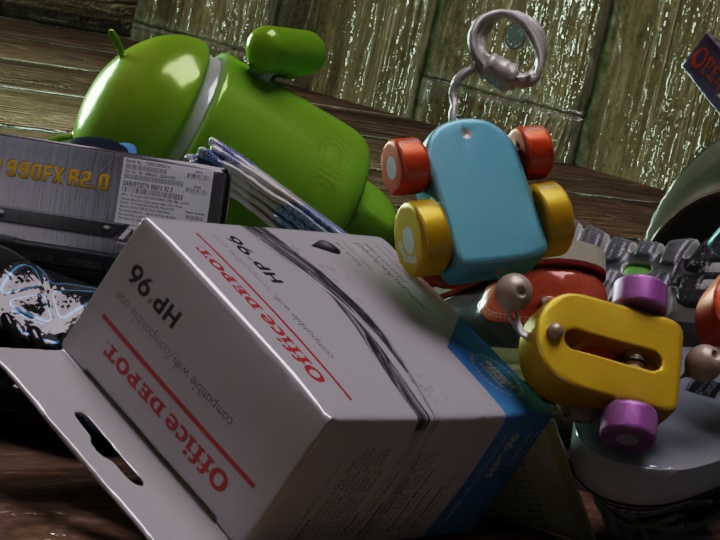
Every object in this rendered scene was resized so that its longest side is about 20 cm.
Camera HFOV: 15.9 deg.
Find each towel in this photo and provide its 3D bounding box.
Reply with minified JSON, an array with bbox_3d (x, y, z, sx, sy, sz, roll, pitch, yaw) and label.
[{"bbox_3d":[0.000,0.000,1.317,0.199,0.024,0.147,36,2,3],"label":"towel"}]

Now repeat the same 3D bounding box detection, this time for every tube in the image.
[{"bbox_3d":[0.012,0.063,1.103,0.199,0.052,0.058,18,5,36],"label":"tube"}]

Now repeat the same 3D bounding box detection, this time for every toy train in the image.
[{"bbox_3d":[0.098,-0.006,1.044,0.200,0.150,0.056,39,-31,1],"label":"toy train"}]

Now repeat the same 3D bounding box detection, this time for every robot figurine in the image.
[{"bbox_3d":[-0.075,-0.055,1.454,0.199,0.176,0.116,29,16,-15],"label":"robot figurine"}]

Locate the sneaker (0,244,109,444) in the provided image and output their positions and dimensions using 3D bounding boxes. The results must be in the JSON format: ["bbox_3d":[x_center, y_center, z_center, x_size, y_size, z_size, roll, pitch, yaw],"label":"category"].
[{"bbox_3d":[-0.136,0.028,1.030,0.199,0.074,0.082,8,10,-31],"label":"sneaker"}]

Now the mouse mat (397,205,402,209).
[{"bbox_3d":[0.109,0.024,1.391,0.199,0.008,0.161,35,0,-7],"label":"mouse mat"}]

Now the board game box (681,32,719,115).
[{"bbox_3d":[0.254,-0.046,1.348,0.120,0.032,0.200,27,21,-34],"label":"board game box"}]

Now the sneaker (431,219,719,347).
[{"bbox_3d":[0.128,0.040,1.246,0.199,0.116,0.075,7,42,33],"label":"sneaker"}]

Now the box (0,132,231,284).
[{"bbox_3d":[-0.162,-0.015,1.138,0.198,0.049,0.158,9,-16,-4],"label":"box"}]

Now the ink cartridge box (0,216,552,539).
[{"bbox_3d":[-0.029,0.043,0.972,0.116,0.068,0.199,45,22,26],"label":"ink cartridge box"}]

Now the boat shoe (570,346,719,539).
[{"bbox_3d":[0.130,0.084,1.096,0.073,0.069,0.199,15,13,12],"label":"boat shoe"}]

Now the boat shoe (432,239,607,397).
[{"bbox_3d":[0.043,0.043,1.143,0.071,0.063,0.200,9,-21,-31],"label":"boat shoe"}]

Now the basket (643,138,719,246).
[{"bbox_3d":[0.216,0.004,1.420,0.135,0.181,0.200,25,8,8],"label":"basket"}]

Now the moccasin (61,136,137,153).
[{"bbox_3d":[-0.167,-0.036,1.285,0.068,0.081,0.200,-1,-12,-22],"label":"moccasin"}]
